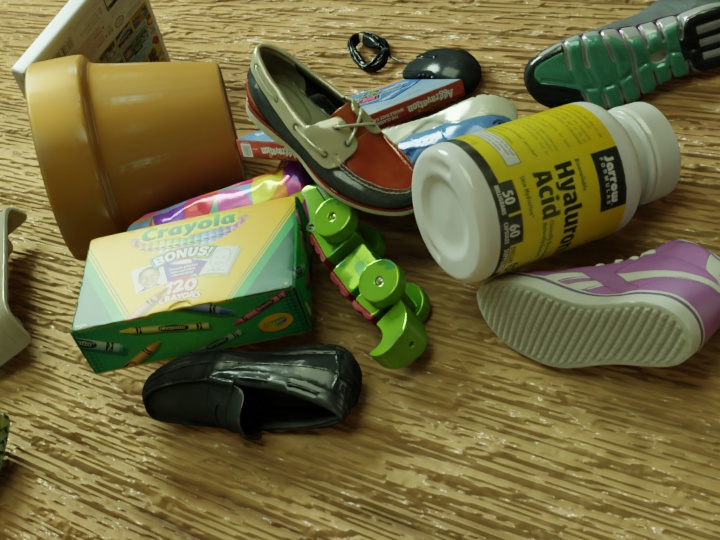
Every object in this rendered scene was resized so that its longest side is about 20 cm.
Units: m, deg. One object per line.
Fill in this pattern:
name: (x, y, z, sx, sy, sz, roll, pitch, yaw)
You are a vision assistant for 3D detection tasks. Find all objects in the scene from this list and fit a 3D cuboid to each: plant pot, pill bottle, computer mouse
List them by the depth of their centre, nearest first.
pill bottle: (0.150, -0.070, 1.002, 0.199, 0.112, 0.111, -19, 37, -23)
plant pot: (-0.216, -0.128, 1.270, 0.182, 0.201, 0.201, -13, 42, -3)
computer mouse: (0.049, -0.220, 1.299, 0.059, 0.034, 0.200, -47, 43, -15)

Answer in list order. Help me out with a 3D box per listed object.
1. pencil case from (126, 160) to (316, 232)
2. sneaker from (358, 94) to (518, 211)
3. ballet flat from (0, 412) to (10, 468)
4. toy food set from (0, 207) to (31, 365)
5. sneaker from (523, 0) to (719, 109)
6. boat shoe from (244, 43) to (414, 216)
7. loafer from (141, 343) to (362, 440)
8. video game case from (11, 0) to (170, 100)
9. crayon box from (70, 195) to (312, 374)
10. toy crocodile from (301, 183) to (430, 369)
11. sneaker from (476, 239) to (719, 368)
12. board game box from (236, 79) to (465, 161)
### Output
pencil case: (-0.122, -0.041, 1.194, 0.199, 0.089, 0.089, -21, 43, 11)
sneaker: (0.053, -0.068, 1.118, 0.199, 0.077, 0.112, -20, 54, 29)
ballet flat: (-0.373, 0.216, 1.124, 0.200, 0.074, 0.074, -46, 43, -13)
toy food set: (-0.399, 0.039, 1.314, 0.143, 0.060, 0.200, -35, 39, 14)
sneaker: (0.246, -0.200, 1.149, 0.199, 0.075, 0.088, -12, 28, 10)
boat shoe: (-0.023, -0.119, 1.071, 0.200, 0.063, 0.071, 39, 52, 24)
loafer: (-0.096, 0.105, 1.049, 0.200, 0.068, 0.071, -7, 39, 21)
video game case: (-0.291, -0.226, 1.400, 0.023, 0.182, 0.200, 20, 61, 21)
crayon box: (-0.142, 0.012, 1.103, 0.199, 0.058, 0.119, -12, 42, 9)
toy crocodile: (0.000, 0.000, 1.076, 0.062, 0.067, 0.200, -39, 55, 6)
sneaker: (0.193, 0.020, 0.971, 0.200, 0.073, 0.114, 8, 35, 42)
board game box: (-0.008, -0.144, 1.194, 0.199, 0.020, 0.103, -25, 22, -32)
